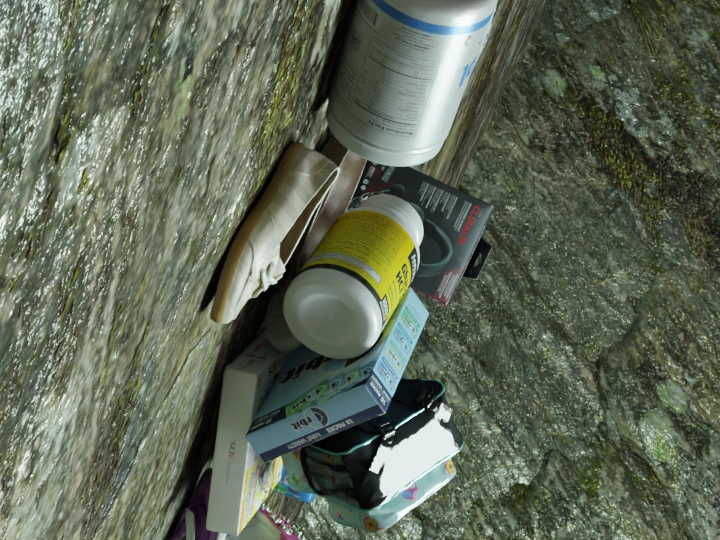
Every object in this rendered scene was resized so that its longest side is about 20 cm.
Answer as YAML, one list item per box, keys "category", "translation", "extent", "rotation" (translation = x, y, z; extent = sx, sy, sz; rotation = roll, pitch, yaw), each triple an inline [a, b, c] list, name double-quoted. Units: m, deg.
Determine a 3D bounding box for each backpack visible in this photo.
- category: "backpack"
  translation: [0.002, 0.203, 1.730]
  extent: [0.176, 0.200, 0.154]
  rotation: [-34, 120, -33]

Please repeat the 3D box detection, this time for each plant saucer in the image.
- category: "plant saucer"
  translation: [-0.041, -0.082, 1.684]
  extent: [0.201, 0.034, 0.200]
  rotation: [-63, 174, -12]

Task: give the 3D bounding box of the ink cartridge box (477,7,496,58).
- category: "ink cartridge box"
  translation: [0.119, -0.299, 1.979]
  extent: [0.200, 0.076, 0.136]
  rotation: [-61, 174, -19]

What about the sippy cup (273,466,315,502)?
- category: "sippy cup"
  translation: [-0.102, 0.234, 1.953]
  extent: [0.140, 0.130, 0.178]
  rotation: [-56, 170, -52]

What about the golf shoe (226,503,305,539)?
- category: "golf shoe"
  translation: [-0.140, 0.321, 1.827]
  extent: [0.075, 0.200, 0.092]
  rotation: [41, 80, -37]

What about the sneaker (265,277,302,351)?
- category: "sneaker"
  translation: [-0.045, 0.034, 1.779]
  extent: [0.200, 0.077, 0.082]
  rotation: [-60, 144, -39]

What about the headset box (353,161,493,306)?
- category: "headset box"
  translation: [0.078, -0.051, 2.023]
  extent: [0.149, 0.200, 0.077]
  rotation: [-64, 174, -2]

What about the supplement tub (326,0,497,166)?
- category: "supplement tub"
  translation: [0.048, -0.217, 1.467]
  extent: [0.132, 0.132, 0.200]
  rotation: [-59, 171, -45]

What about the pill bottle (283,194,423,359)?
- category: "pill bottle"
  translation: [0.000, 0.000, 1.673]
  extent: [0.200, 0.112, 0.113]
  rotation: [-57, 170, -49]

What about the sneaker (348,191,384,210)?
- category: "sneaker"
  translation: [-0.023, -0.018, 1.953]
  extent: [0.200, 0.077, 0.080]
  rotation: [-54, 178, -4]

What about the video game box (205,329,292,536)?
- category: "video game box"
  translation: [-0.125, 0.184, 1.756]
  extent: [0.182, 0.047, 0.200]
  rotation: [-42, 141, -69]

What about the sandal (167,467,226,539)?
- category: "sandal"
  translation: [-0.208, 0.338, 1.804]
  extent: [0.050, 0.082, 0.203]
  rotation: [11, 99, -38]

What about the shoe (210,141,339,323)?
- category: "shoe"
  translation: [-0.083, -0.033, 1.430]
  extent: [0.070, 0.053, 0.200]
  rotation: [97, 19, -70]

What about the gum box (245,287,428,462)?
- category: "gum box"
  translation: [-0.024, 0.115, 1.676]
  extent: [0.170, 0.045, 0.200]
  rotation: [-25, -159, 30]
